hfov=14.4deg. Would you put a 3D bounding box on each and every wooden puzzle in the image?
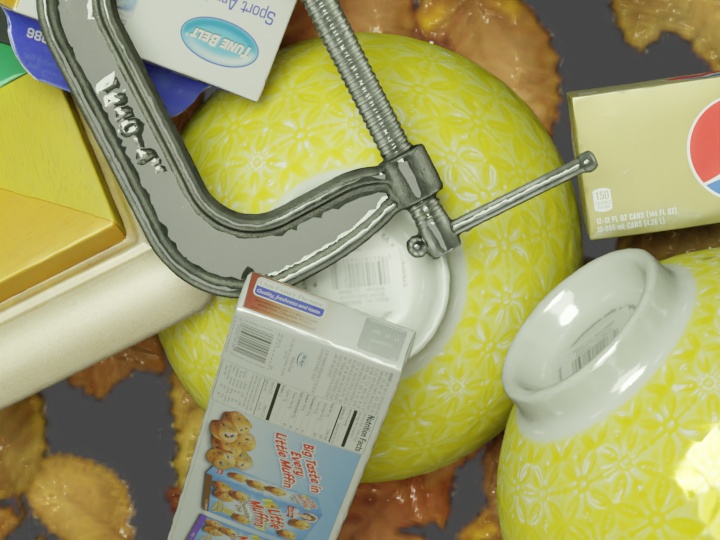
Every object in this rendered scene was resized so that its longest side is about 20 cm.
[{"bbox_3d":[-0.176,-0.038,1.227,0.184,0.037,0.201,-26,67,5],"label":"wooden puzzle"}]

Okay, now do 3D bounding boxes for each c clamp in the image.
[{"bbox_3d":[-0.028,-0.080,1.151,0.171,0.027,0.200,-33,97,0],"label":"c clamp"}]

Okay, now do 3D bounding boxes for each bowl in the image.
[{"bbox_3d":[0.000,0.000,1.225,0.199,0.108,0.201,0,96,2],"label":"bowl"},{"bbox_3d":[0.121,0.056,1.161,0.200,0.200,0.108,-44,111,6],"label":"bowl"}]

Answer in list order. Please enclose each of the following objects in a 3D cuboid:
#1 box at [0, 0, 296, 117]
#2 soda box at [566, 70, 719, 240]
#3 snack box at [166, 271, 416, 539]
[{"bbox_3d":[-0.070,-0.161,1.178,0.119,0.041,0.201,18,94,-28],"label":"box"},{"bbox_3d":[0.191,-0.059,1.230,0.199,0.068,0.064,-8,95,3],"label":"soda box"},{"bbox_3d":[-0.033,0.076,1.207,0.072,0.200,0.024,19,53,0],"label":"snack box"}]
